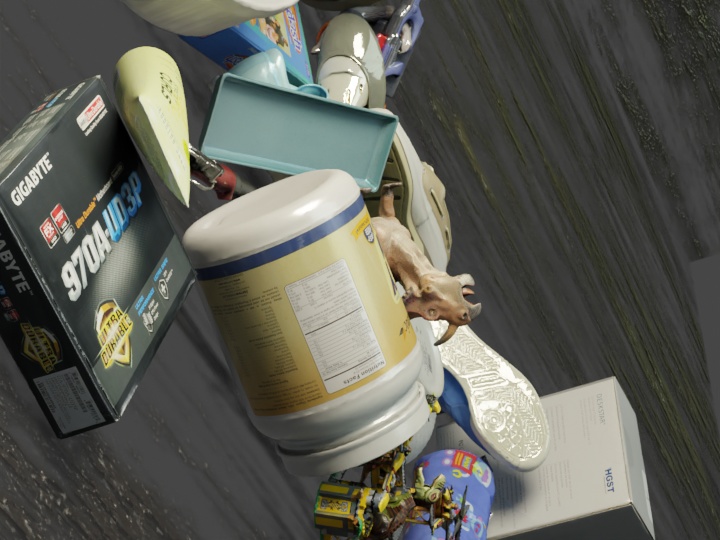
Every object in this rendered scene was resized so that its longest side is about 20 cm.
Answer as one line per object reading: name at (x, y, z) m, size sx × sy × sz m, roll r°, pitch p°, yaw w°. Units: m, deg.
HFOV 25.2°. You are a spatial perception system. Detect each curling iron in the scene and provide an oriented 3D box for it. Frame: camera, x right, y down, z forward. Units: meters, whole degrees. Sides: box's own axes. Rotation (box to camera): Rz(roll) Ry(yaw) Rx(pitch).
curling iron at (-0.105, -0.066, 1.298) m, size 0.049 × 0.026 × 0.200 m, roll 39°, pitch 2°, yaw 21°

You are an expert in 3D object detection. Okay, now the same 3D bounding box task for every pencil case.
pencil case at (0.079, 0.249, 1.473) m, size 0.086 × 0.078 × 0.201 m, roll 32°, pitch 31°, yaw -11°

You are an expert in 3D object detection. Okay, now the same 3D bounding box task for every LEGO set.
LEGO set at (0.045, 0.192, 1.286) m, size 0.200 × 0.115 × 0.155 m, roll -51°, pitch 144°, yaw -64°

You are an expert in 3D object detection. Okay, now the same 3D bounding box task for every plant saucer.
plant saucer at (-0.051, -0.114, 1.346) m, size 0.199 × 0.019 × 0.070 m, roll 9°, pitch 102°, yaw -43°

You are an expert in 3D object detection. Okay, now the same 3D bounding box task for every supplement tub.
supplement tub at (-0.038, 0.039, 1.220) m, size 0.144 × 0.143 × 0.201 m, roll -56°, pitch 127°, yaw -67°

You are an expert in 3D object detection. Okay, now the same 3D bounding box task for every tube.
tube at (-0.139, -0.106, 1.097) m, size 0.058 × 0.052 × 0.200 m, roll 24°, pitch 14°, yaw -17°

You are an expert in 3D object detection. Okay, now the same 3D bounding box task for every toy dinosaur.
toy dinosaur at (0.000, 0.000, 1.352) m, size 0.085 × 0.199 × 0.137 m, roll -11°, pitch 93°, yaw -36°

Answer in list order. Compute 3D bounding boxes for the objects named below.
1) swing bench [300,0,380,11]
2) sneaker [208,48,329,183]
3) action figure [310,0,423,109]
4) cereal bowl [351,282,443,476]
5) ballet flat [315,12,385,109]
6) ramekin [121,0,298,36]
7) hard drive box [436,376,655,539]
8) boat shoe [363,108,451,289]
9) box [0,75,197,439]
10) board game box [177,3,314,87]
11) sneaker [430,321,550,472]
swing bench at (-0.059, -0.385, 1.580) m, size 0.199 × 0.129 × 0.201 m, roll 53°, pitch 33°, yaw -47°
sneaker at (-0.049, -0.114, 1.401) m, size 0.200 × 0.082 × 0.074 m, roll 51°, pitch 7°, yaw -50°
action figure at (-0.010, -0.187, 1.612) m, size 0.201 × 0.104 × 0.193 m, roll -64°, pitch 163°, yaw -3°
cereal bowl at (0.020, 0.079, 1.456) m, size 0.200 × 0.083 × 0.202 m, roll -19°, pitch 90°, yaw -72°
ballet flat at (-0.014, -0.136, 1.498) m, size 0.064 × 0.067 × 0.202 m, roll -42°, pitch 135°, yaw -71°
ramekin at (-0.132, -0.275, 1.246) m, size 0.202 × 0.094 × 0.204 m, roll 29°, pitch 50°, yaw -41°
hard drive box at (0.182, 0.212, 1.622) m, size 0.077 × 0.199 × 0.157 m, roll 55°, pitch 26°, yaw -42°
boat shoe at (0.036, -0.070, 1.492) m, size 0.068 × 0.074 × 0.201 m, roll -51°, pitch 139°, yaw -40°
box at (-0.177, -0.014, 1.013) m, size 0.200 × 0.046 × 0.160 m, roll -69°, pitch 138°, yaw -63°
board game box at (-0.110, -0.249, 1.428) m, size 0.200 × 0.045 × 0.153 m, roll 28°, pitch 48°, yaw -65°
sneaker at (0.106, 0.123, 1.584) m, size 0.200 × 0.077 × 0.111 m, roll 47°, pitch -19°, yaw 14°
